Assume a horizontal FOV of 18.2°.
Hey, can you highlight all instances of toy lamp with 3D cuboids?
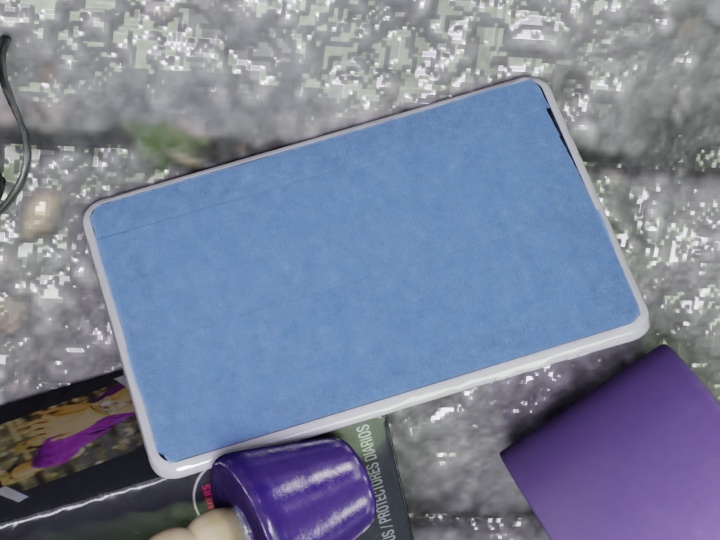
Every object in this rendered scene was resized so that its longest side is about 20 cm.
[{"bbox_3d":[-0.087,0.113,0.800,0.199,0.058,0.059,-24,116,-19],"label":"toy lamp"}]

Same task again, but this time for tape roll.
[{"bbox_3d":[0.145,0.136,0.919,0.085,0.200,0.201,-34,115,2],"label":"tape roll"}]

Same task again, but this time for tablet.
[{"bbox_3d":[0.000,0.000,0.879,0.198,0.131,0.014,-17,148,-6],"label":"tablet"}]

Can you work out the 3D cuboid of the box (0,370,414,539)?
[{"bbox_3d":[-0.083,0.114,0.906,0.198,0.106,0.123,-17,114,-6],"label":"box"}]

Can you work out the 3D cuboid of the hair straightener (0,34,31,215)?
[{"bbox_3d":[-0.169,0.005,0.871,0.077,0.041,0.201,27,97,13],"label":"hair straightener"}]
